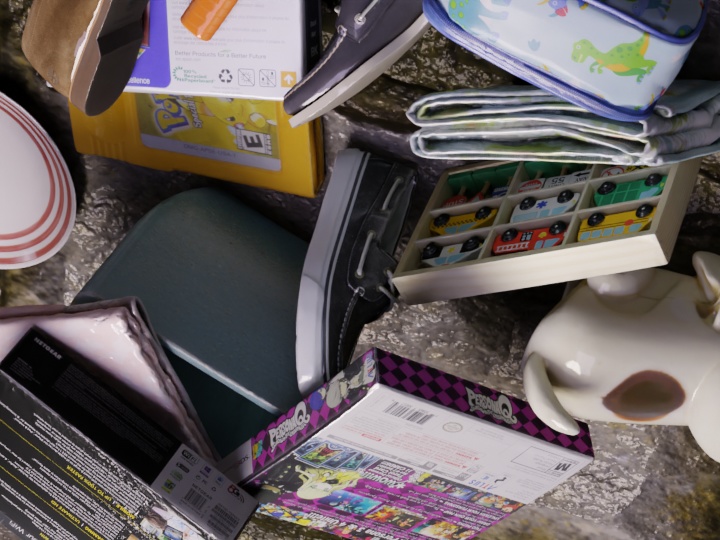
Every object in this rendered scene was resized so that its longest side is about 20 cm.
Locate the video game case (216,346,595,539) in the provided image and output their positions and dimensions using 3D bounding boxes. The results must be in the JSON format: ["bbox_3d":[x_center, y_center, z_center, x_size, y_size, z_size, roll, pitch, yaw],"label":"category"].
[{"bbox_3d":[0.031,0.134,1.401,0.199,0.036,0.181,20,137,-33],"label":"video game case"}]

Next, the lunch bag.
[{"bbox_3d":[0.127,-0.185,1.196,0.160,0.200,0.083,25,128,-3],"label":"lunch bag"}]

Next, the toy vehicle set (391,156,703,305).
[{"bbox_3d":[0.130,-0.039,1.380,0.199,0.125,0.027,-10,125,31],"label":"toy vehicle set"}]

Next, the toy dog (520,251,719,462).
[{"bbox_3d":[0.224,0.060,1.387,0.199,0.194,0.140,25,124,11],"label":"toy dog"}]

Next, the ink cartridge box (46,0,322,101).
[{"bbox_3d":[-0.125,-0.220,1.369,0.197,0.043,0.201,5,111,17],"label":"ink cartridge box"}]

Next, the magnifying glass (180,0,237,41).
[{"bbox_3d":[-0.055,-0.232,1.309,0.079,0.022,0.200,39,114,1],"label":"magnifying glass"}]

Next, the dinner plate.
[{"bbox_3d":[-0.316,-0.085,1.611,0.199,0.024,0.201,13,134,13],"label":"dinner plate"}]

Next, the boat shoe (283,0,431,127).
[{"bbox_3d":[0.016,-0.175,1.319,0.200,0.073,0.063,-41,89,16],"label":"boat shoe"}]

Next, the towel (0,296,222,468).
[{"bbox_3d":[-0.202,0.103,1.440,0.190,0.032,0.201,-6,127,27],"label":"towel"}]

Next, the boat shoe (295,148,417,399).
[{"bbox_3d":[0.000,0.000,1.426,0.070,0.201,0.072,7,154,8],"label":"boat shoe"}]

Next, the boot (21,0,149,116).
[{"bbox_3d":[-0.170,-0.204,1.332,0.075,0.074,0.201,36,118,16],"label":"boot"}]

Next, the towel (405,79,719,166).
[{"bbox_3d":[0.140,-0.098,1.287,0.170,0.200,0.048,4,98,24],"label":"towel"}]

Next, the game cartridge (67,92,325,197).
[{"bbox_3d":[-0.126,-0.143,1.468,0.199,0.033,0.177,10,133,15],"label":"game cartridge"}]

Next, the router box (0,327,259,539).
[{"bbox_3d":[-0.187,0.151,1.404,0.200,0.051,0.149,38,135,-2],"label":"router box"}]

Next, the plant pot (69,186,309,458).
[{"bbox_3d":[-0.121,0.054,1.523,0.196,0.200,0.196,32,136,-6],"label":"plant pot"}]
